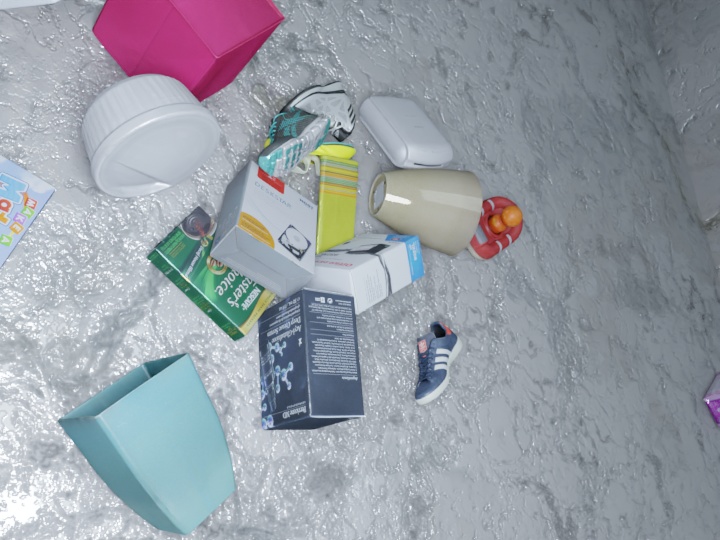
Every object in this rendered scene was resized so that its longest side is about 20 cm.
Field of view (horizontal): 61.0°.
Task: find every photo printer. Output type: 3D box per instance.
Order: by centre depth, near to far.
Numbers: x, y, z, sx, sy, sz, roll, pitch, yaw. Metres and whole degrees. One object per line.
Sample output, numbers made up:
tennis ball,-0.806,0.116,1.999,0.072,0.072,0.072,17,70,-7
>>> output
photo printer,0.108,-0.303,1.376,0.166,0.070,0.201,-8,56,-42

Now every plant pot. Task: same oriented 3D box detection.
plant pot,-0.267,0.239,0.813,0.141,0.141,0.201,-36,103,-44
plant pot,0.125,-0.142,1.304,0.199,0.187,0.189,11,64,-22

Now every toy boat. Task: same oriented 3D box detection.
toy boat,0.340,-0.117,1.491,0.200,0.130,0.131,-29,92,-44

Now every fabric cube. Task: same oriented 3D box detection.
fabric cube,-0.292,-0.417,1.036,0.200,0.199,0.196,50,49,-11

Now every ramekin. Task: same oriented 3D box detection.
ramekin,-0.323,-0.207,0.926,0.202,0.202,0.095,-22,74,-44

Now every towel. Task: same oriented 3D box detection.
towel,-0.048,-0.122,1.202,0.086,0.018,0.202,6,86,-33

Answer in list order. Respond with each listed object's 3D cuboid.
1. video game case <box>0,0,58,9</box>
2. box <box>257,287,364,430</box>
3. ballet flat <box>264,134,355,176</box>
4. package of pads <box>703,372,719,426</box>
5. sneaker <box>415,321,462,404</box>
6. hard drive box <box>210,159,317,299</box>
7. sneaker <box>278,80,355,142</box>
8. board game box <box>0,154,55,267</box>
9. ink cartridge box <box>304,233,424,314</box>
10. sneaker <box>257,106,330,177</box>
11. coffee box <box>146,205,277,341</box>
video game case,-0.466,-0.438,0.913,0.183,0.199,0.024,-60,146,-39
box,-0.085,0.150,0.997,0.107,0.148,0.201,9,65,-37
ballet flat,-0.098,-0.223,1.213,0.199,0.067,0.068,2,77,-33
package of pads,1.239,0.427,2.062,0.199,0.076,0.121,-25,86,-44
sneaker,0.139,0.180,1.231,0.085,0.075,0.200,50,37,-14
hard drive box,-0.157,-0.071,1.037,0.155,0.077,0.201,33,31,-27
sneaker,-0.073,-0.318,1.264,0.200,0.076,0.116,-36,94,-46
board game box,-0.535,-0.105,0.801,0.200,0.037,0.152,35,52,-25
ink cartridge box,0.000,0.000,1.125,0.199,0.144,0.084,-27,114,-44
sneaker,-0.138,-0.240,1.115,0.091,0.078,0.200,32,41,8
coffee box,-0.235,0.005,1.004,0.200,0.044,0.123,48,47,-14
